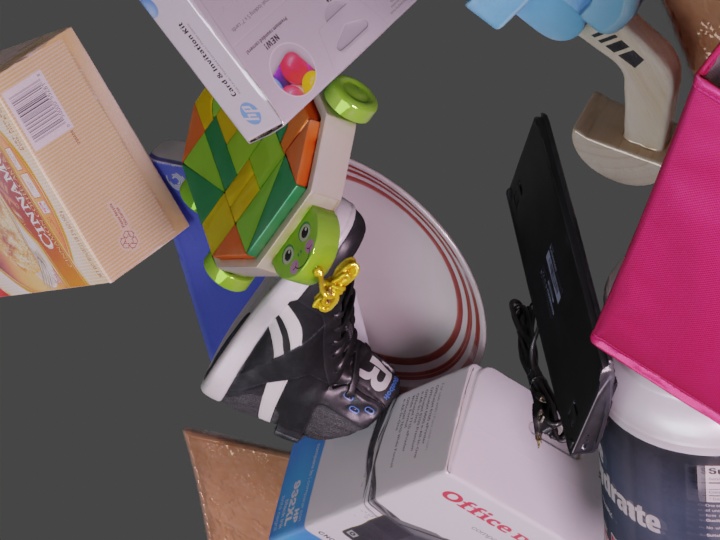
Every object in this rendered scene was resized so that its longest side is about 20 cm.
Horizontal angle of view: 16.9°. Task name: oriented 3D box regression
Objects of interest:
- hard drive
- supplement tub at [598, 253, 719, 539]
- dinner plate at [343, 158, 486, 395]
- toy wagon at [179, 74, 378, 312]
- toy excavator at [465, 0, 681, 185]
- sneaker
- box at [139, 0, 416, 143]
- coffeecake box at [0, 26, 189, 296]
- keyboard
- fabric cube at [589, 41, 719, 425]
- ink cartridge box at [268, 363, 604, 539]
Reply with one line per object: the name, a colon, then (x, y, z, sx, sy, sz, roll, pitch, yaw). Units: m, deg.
hard drive: (-0.060, 0.012, 1.597, 0.132, 0.025, 0.200, 12, 132, 33)
supplement tub: (0.205, 0.089, 1.381, 0.140, 0.140, 0.200, 17, 135, 29)
dinner plate: (0.000, 0.000, 1.572, 0.200, 0.024, 0.200, 23, 136, 24)
toy wagon: (-0.048, -0.059, 1.444, 0.040, 0.200, 0.155, 16, 125, -32)
toy excavator: (0.123, -0.147, 1.286, 0.200, 0.100, 0.194, 38, 143, -6)
sneaker: (-0.013, 0.036, 1.520, 0.112, 0.073, 0.200, 28, 139, -8)
box: (-0.067, -0.196, 1.347, 0.200, 0.156, 0.041, 51, 143, -11)
coffeecake box: (-0.222, -0.068, 1.625, 0.200, 0.073, 0.154, -7, 117, 59)
keyboard: (0.112, 0.020, 1.386, 0.021, 0.200, 0.127, 2, 140, -14)
fabric cube: (0.261, -0.033, 1.178, 0.196, 0.200, 0.199, 31, 142, 14)
ink cartridge box: (0.059, 0.151, 1.573, 0.145, 0.084, 0.200, 31, 146, -24)
